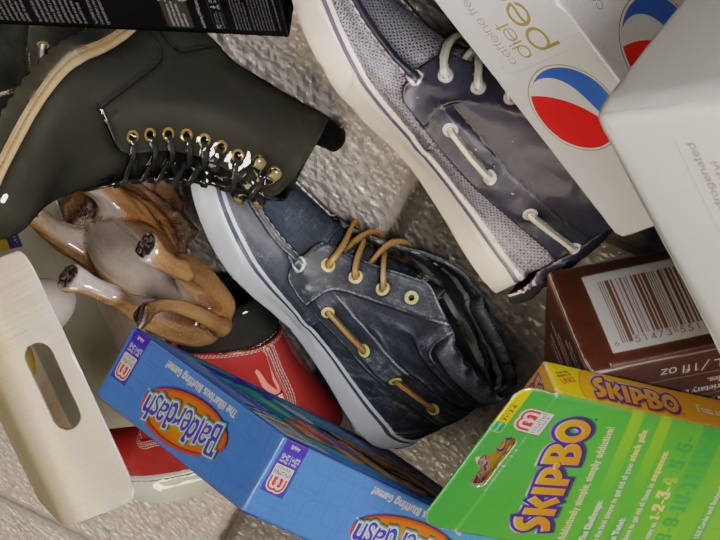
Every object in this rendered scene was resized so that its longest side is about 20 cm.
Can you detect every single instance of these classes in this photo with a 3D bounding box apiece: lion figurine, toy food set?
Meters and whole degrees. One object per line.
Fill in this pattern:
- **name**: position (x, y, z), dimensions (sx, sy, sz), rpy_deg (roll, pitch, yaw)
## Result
- **lion figurine**: position (-0.112, -0.002, 1.294), dimensions (0.122, 0.072, 0.200), rpy_deg (36, -167, -40)
- **toy food set**: position (-0.175, 0.056, 1.351), dimensions (0.144, 0.060, 0.200), rpy_deg (65, 169, -6)

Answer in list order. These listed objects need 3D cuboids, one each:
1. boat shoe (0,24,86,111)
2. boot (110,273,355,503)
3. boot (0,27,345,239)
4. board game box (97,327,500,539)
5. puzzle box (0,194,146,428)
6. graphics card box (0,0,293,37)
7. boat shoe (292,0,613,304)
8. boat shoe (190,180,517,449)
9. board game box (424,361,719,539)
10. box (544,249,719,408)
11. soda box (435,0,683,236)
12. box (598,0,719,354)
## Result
- **boat shoe**: position (-0.161, -0.149, 1.284), dimensions (0.067, 0.072, 0.200), rpy_deg (17, 139, -10)
- **boot**: position (-0.110, 0.062, 1.455), dimensions (0.200, 0.072, 0.144), rpy_deg (-10, 120, 40)
- **boot**: position (-0.099, -0.057, 1.212), dimensions (0.138, 0.200, 0.078), rpy_deg (33, 137, 1)
- **board game box**: position (-0.019, 0.108, 1.266), dimensions (0.200, 0.045, 0.152), rpy_deg (28, -178, -39)
- **puzzle box**: position (-0.189, 0.000, 1.437), dimensions (0.133, 0.025, 0.200), rpy_deg (-8, 106, 50)
- **graphics card box**: position (-0.134, -0.162, 1.147), dimensions (0.199, 0.051, 0.126), rpy_deg (4, 157, 9)
- **boat shoe**: position (0.057, -0.086, 1.161), dimensions (0.093, 0.075, 0.200), rpy_deg (-30, 106, 32)
- **boat shoe**: position (0.000, 0.000, 1.301), dimensions (0.091, 0.071, 0.200), rpy_deg (-26, 110, 37)
- **board game box**: position (0.131, 0.097, 1.151), dimensions (0.200, 0.030, 0.096), rpy_deg (11, 129, -31)
- **box**: position (0.144, 0.084, 1.213), dimensions (0.100, 0.075, 0.200), rpy_deg (-11, 138, -8)
- **soda box**: position (0.092, -0.115, 1.087), dimensions (0.200, 0.068, 0.064), rpy_deg (50, 142, -15)
- **box**: position (0.234, -0.047, 0.924), dimensions (0.171, 0.199, 0.200), rpy_deg (-3, 127, 43)
